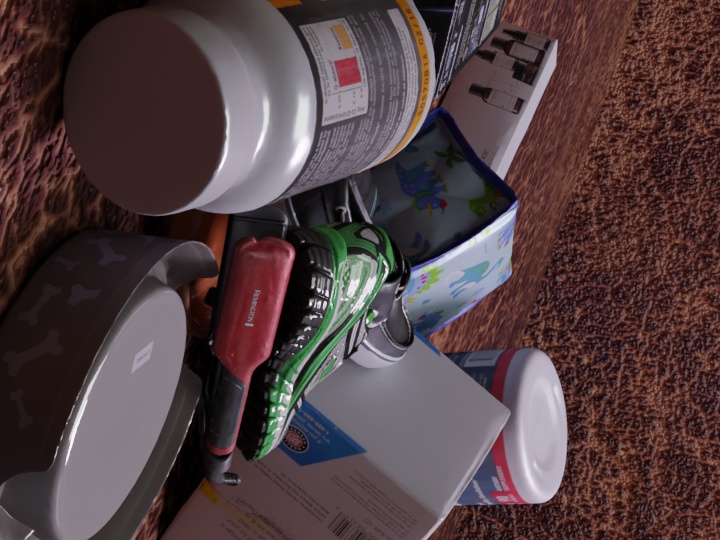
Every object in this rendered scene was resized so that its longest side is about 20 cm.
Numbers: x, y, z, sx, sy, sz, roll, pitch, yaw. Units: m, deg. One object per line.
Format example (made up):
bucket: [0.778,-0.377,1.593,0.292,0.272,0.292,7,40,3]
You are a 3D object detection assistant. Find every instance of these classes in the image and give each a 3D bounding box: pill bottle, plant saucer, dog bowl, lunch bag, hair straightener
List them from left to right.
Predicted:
dog bowl: [-0.143,0.069,0.866,0.200,0.058,0.202,20,90,-79]
plant saucer: [-0.074,-0.057,1.021,0.200,0.032,0.202,22,90,-78]
hair straightener: [-0.070,0.044,0.967,0.077,0.041,0.201,-103,-163,-53]
pill bottle: [-0.052,-0.093,0.832,0.200,0.116,0.117,-24,135,-59]
lunch bag: [0.014,-0.008,1.282,0.199,0.128,0.170,-37,160,-9]
pill bottle: [0.053,0.127,1.305,0.119,0.198,0.121,-5,90,-65]

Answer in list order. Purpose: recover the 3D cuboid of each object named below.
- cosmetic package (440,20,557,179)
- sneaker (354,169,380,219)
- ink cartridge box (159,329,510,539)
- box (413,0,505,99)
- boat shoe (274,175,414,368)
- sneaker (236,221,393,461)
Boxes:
cosmetic package: [0.119,-0.148,1.604,0.051,0.082,0.201,80,32,-62]
sneaker: [-0.035,0.003,1.141,0.079,0.075,0.201,51,57,-48]
ink cartridge box: [-0.020,0.150,1.189,0.200,0.147,0.145,-52,178,36]
box: [0.061,-0.250,1.169,0.164,0.086,0.201,-52,159,-54]
boat shoe: [0.000,0.000,1.067,0.200,0.056,0.069,55,31,-49]
sneaker: [-0.034,0.048,1.011,0.085,0.078,0.200,-10,147,-33]
